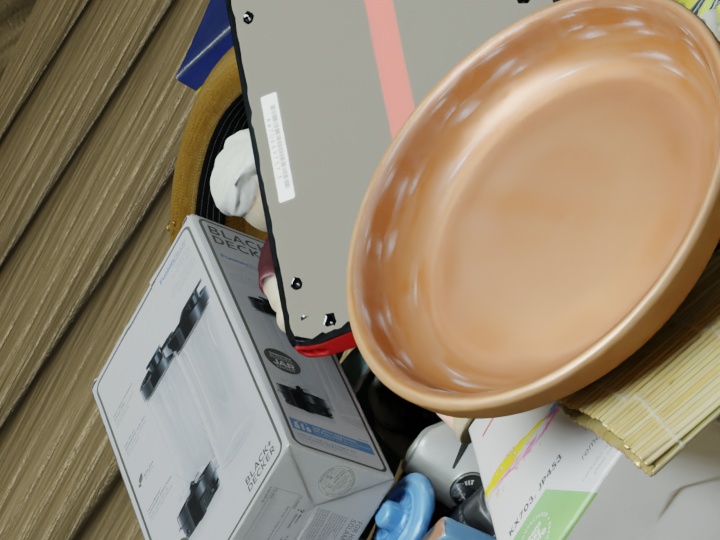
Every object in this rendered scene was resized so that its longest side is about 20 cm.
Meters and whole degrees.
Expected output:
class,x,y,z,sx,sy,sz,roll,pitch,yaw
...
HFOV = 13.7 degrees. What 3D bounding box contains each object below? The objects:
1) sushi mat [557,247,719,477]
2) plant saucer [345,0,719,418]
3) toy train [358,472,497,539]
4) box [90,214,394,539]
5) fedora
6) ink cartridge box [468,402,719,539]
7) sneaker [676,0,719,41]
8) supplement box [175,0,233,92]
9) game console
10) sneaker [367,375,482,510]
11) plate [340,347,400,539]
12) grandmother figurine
class,x,y,z,sx,sy,sz,roll,pitch,yaw
sushi mat,0.169,0.001,1.199,0.200,0.012,0.096,-41,23,-4
plant saucer,0.081,-0.024,1.256,0.199,0.037,0.201,-27,44,30
toy train,0.018,0.182,1.395,0.200,0.086,0.115,-48,30,36
box,-0.061,0.077,1.448,0.117,0.060,0.200,-60,31,21
fedora,-0.025,-0.027,1.573,0.200,0.081,0.202,3,94,53
ink cartridge box,0.109,0.067,1.319,0.117,0.067,0.200,-57,17,18
sneaker,0.186,-0.114,1.368,0.077,0.075,0.200,-54,21,-3
supplement box,0.020,-0.118,1.647,0.109,0.199,0.109,-33,32,59
game console,0.028,-0.077,1.373,0.176,0.031,0.201,-21,69,26
sneaker,0.046,0.058,1.496,0.074,0.088,0.200,-59,15,16
plate,-0.012,0.103,1.542,0.200,0.025,0.201,23,-90,-78
grandmother figurine,0.000,0.000,1.434,0.121,0.200,0.061,-19,-38,-45
